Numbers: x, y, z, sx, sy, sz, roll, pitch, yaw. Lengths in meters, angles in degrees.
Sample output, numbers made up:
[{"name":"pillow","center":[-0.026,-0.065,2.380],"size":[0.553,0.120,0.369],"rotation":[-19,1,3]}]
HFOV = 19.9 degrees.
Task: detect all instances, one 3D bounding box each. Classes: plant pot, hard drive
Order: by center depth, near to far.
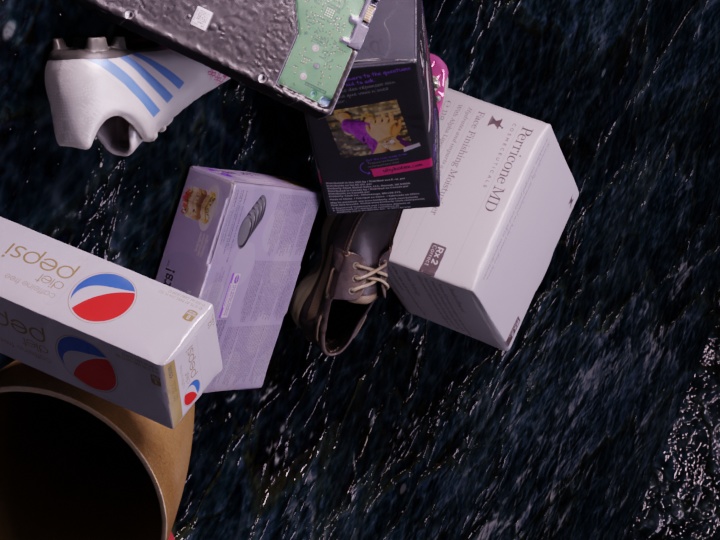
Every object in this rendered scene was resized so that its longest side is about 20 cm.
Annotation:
[{"name":"hard drive","center":[-0.086,-0.210,1.452],"size":[0.140,0.200,0.038],"rotation":[-68,-167,-7]},{"name":"plant pot","center":[-0.197,0.121,1.523],"size":[0.200,0.186,0.187],"rotation":[-58,159,-60]}]

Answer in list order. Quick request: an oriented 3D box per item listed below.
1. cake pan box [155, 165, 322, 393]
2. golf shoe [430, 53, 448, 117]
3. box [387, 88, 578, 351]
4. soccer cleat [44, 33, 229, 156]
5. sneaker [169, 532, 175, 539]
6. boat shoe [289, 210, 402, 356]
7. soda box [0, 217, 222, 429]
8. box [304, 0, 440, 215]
[{"name":"cake pan box","center":[-0.115,0.014,1.763],"size":[0.184,0.052,0.201],"rotation":[-1,110,-65]},{"name":"golf shoe","center":[0.031,-0.116,1.976],"size":[0.200,0.075,0.092],"rotation":[-64,168,9]},{"name":"box","center":[0.121,-0.051,2.153],"size":[0.199,0.130,0.200],"rotation":[-65,158,-13]},{"name":"soccer cleat","center":[-0.159,-0.129,1.496],"size":[0.200,0.070,0.087],"rotation":[-13,105,-55]},{"name":"sneaker","center":[-0.209,0.303,1.770],"size":[0.112,0.071,0.201],"rotation":[-14,120,-60]},{"name":"boat shoe","center":[0.000,0.000,1.906],"size":[0.074,0.073,0.200],"rotation":[-7,139,-31]},{"name":"soda box","center":[-0.194,0.031,1.384],"size":[0.064,0.200,0.068],"rotation":[-53,153,-36]},{"name":"box","center":[0.008,-0.155,1.775],"size":[0.200,0.106,0.123],"rotation":[79,9,-53]}]
